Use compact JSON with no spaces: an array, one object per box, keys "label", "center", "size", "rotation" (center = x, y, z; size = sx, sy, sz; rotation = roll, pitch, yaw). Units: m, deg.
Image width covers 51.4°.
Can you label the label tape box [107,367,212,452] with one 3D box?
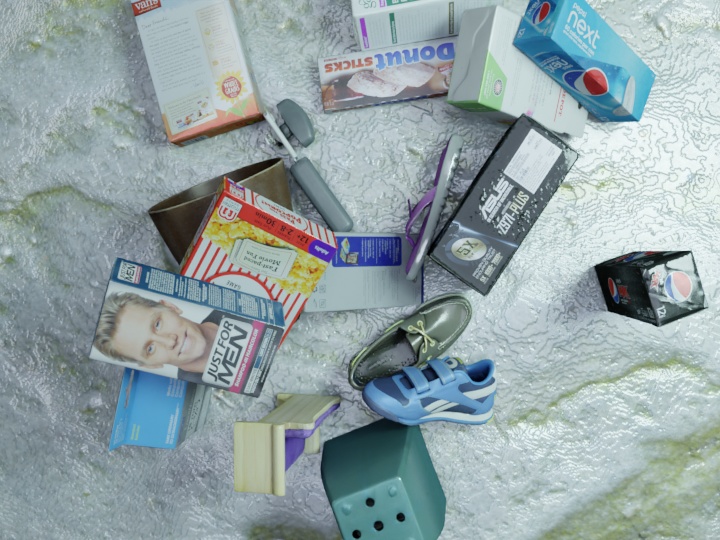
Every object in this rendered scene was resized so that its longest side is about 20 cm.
[{"label":"label tape box","center":[-0.242,0.146,0.965],"size":[0.061,0.200,0.149],"rotation":[12,93,4]}]

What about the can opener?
[{"label":"can opener","center":[-0.067,-0.139,1.017],"size":[0.066,0.053,0.203],"rotation":[-32,89,4]}]

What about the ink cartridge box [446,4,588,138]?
[{"label":"ink cartridge box","center":[0.211,-0.246,0.958],"size":[0.196,0.067,0.121],"rotation":[10,93,-35]}]

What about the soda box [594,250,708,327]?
[{"label":"soda box","center":[0.349,0.017,0.916],"size":[0.062,0.200,0.073],"rotation":[-18,91,3]}]

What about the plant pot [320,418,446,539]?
[{"label":"plant pot","center":[0.026,0.287,0.950],"size":[0.138,0.200,0.145],"rotation":[-21,90,5]}]

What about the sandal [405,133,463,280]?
[{"label":"sandal","center":[0.086,-0.086,0.994],"size":[0.049,0.083,0.207],"rotation":[19,78,5]}]

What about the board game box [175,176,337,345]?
[{"label":"board game box","center":[-0.139,0.015,0.884],"size":[0.149,0.047,0.203],"rotation":[24,110,-21]}]

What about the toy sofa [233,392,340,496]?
[{"label":"toy sofa","center":[-0.087,0.216,0.957],"size":[0.095,0.200,0.086],"rotation":[1,91,9]}]

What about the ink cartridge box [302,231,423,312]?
[{"label":"ink cartridge box","center":[0.000,0.000,0.991],"size":[0.196,0.039,0.103],"rotation":[0,91,-35]}]

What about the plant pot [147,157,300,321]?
[{"label":"plant pot","center":[-0.153,-0.018,0.979],"size":[0.182,0.187,0.205],"rotation":[-19,105,5]}]

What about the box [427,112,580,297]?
[{"label":"box","center":[0.172,-0.079,0.945],"size":[0.085,0.164,0.203],"rotation":[33,95,2]}]

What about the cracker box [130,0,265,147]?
[{"label":"cracker box","center":[-0.220,-0.288,1.021],"size":[0.130,0.058,0.206],"rotation":[-15,92,4]}]

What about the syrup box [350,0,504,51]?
[{"label":"syrup box","center":[0.083,-0.358,0.976],"size":[0.194,0.082,0.081],"rotation":[-8,72,4]}]

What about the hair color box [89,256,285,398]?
[{"label":"hair color box","center":[-0.191,0.067,0.839],"size":[0.195,0.061,0.102],"rotation":[16,112,-18]}]

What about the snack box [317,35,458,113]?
[{"label":"snack box","center":[0.041,-0.265,1.018],"size":[0.194,0.024,0.074],"rotation":[-8,90,5]}]

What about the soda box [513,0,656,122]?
[{"label":"soda box","center":[0.281,-0.260,0.924],"size":[0.197,0.064,0.069],"rotation":[27,83,-35]}]

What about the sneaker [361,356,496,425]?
[{"label":"sneaker","center":[0.093,0.149,0.972],"size":[0.195,0.074,0.084],"rotation":[3,114,-25]}]

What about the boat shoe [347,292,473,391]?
[{"label":"boat shoe","center":[0.069,0.100,1.010],"size":[0.199,0.060,0.073],"rotation":[-33,90,5]}]
